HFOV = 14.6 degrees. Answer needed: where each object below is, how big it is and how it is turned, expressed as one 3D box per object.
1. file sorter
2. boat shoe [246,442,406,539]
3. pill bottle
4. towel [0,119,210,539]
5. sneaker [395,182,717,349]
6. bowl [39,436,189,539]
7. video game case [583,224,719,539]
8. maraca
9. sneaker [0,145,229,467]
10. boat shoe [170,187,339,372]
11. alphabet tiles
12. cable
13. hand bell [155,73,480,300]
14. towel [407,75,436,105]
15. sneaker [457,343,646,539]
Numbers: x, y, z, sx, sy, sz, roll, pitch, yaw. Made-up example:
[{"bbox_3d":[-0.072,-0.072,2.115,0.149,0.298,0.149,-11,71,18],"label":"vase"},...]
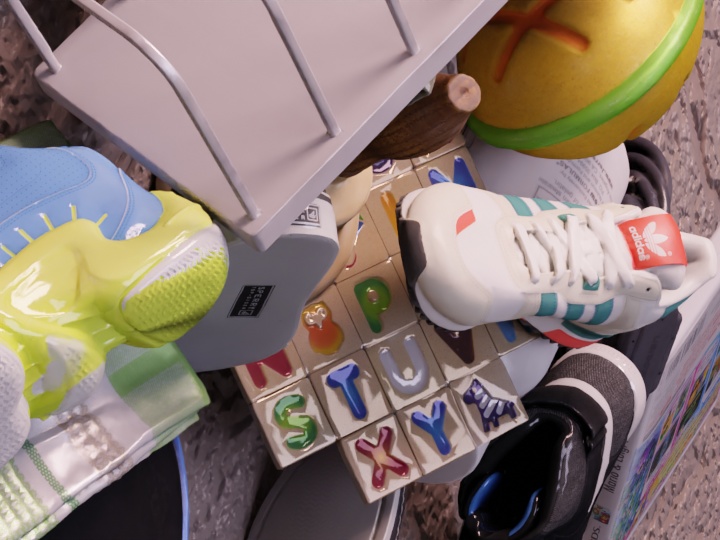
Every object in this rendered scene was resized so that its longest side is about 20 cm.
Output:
[{"bbox_3d":[-0.033,-0.141,1.100,0.200,0.139,0.125,-46,147,-13],"label":"file sorter"},{"bbox_3d":[-0.019,0.172,1.363,0.060,0.074,0.201,39,62,-54],"label":"boat shoe"},{"bbox_3d":[0.054,0.004,1.431,0.200,0.114,0.115,-63,142,-34],"label":"pill bottle"},{"bbox_3d":[-0.151,0.036,1.110,0.200,0.031,0.150,-35,100,-47],"label":"towel"},{"bbox_3d":[0.095,-0.011,1.301,0.200,0.093,0.071,15,61,-56],"label":"sneaker"},{"bbox_3d":[-0.138,0.116,1.190,0.200,0.039,0.201,-9,100,-59],"label":"bowl"},{"bbox_3d":[0.190,0.064,1.688,0.200,0.024,0.182,-50,158,-46],"label":"video game case"},{"bbox_3d":[0.111,-0.132,1.397,0.107,0.137,0.200,55,31,-33],"label":"maraca"},{"bbox_3d":[-0.150,0.014,1.069,0.200,0.105,0.076,-29,150,-37],"label":"sneaker"},{"bbox_3d":[-0.055,-0.009,1.209,0.070,0.200,0.064,3,68,-20],"label":"boat shoe"},{"bbox_3d":[0.000,0.000,1.330,0.166,0.006,0.201,-25,90,-29],"label":"alphabet tiles"},{"bbox_3d":[0.126,0.026,1.563,0.163,0.051,0.201,-102,-158,-53],"label":"cable"},{"bbox_3d":[-0.004,-0.053,1.222,0.104,0.200,0.105,6,75,-25],"label":"hand bell"},{"bbox_3d":[-0.018,-0.143,1.224,0.035,0.192,0.201,45,54,-41],"label":"towel"},{"bbox_3d":[0.076,0.137,1.476,0.112,0.073,0.201,-32,147,-56],"label":"sneaker"}]
